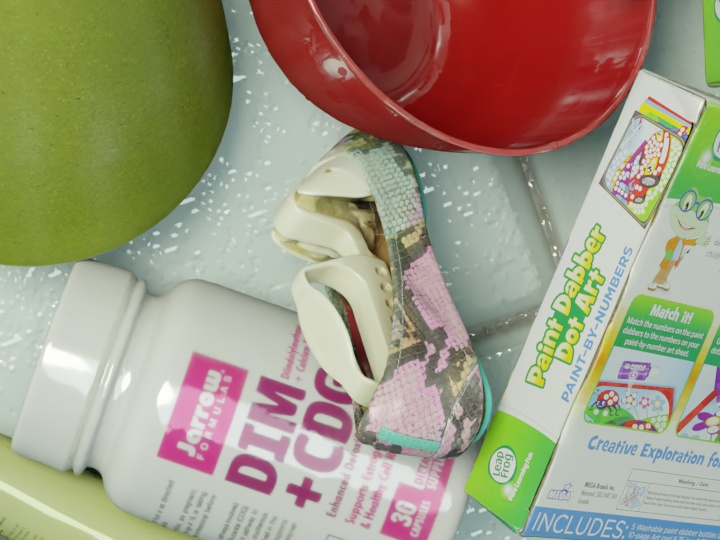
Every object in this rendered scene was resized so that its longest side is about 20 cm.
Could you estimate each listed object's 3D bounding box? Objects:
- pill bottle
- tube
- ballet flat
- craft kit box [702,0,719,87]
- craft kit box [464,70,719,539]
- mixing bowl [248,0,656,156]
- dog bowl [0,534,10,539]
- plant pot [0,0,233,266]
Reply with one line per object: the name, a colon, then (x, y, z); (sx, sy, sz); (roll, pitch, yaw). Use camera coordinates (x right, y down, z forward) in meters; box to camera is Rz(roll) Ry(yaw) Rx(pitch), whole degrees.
pill bottle: (-0.051, 0.071, 0.897); (0.199, 0.113, 0.114); (19, 92, -6)
tube: (-0.167, 0.099, 0.914); (0.199, 0.052, 0.058); (28, 129, -9)
ballet flat: (0.000, 0.000, 0.863); (0.071, 0.201, 0.069); (9, 131, -26)
craft kit box: (0.235, -0.188, 0.892); (0.197, 0.048, 0.201); (-6, 96, -34)
craft kit box: (0.161, 0.028, 0.875); (0.199, 0.048, 0.198); (13, 107, -43)
mixing bowl: (0.023, -0.135, 0.874); (0.199, 0.108, 0.201); (9, 72, -32)
dog bowl: (-0.202, 0.217, 0.923); (0.199, 0.059, 0.201); (0, 95, -4)
plant pot: (-0.139, -0.123, 0.805); (0.186, 0.200, 0.188); (2, 71, -7)
